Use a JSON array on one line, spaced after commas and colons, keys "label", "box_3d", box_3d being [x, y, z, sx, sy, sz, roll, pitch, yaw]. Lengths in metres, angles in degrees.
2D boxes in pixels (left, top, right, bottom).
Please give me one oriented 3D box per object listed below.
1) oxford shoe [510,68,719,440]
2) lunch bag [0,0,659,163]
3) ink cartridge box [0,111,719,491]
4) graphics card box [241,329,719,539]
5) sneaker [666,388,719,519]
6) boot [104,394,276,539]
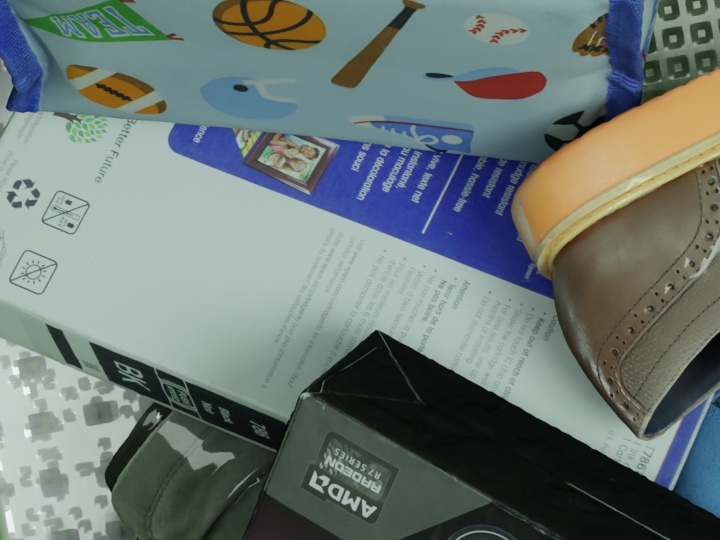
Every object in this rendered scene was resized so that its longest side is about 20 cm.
[{"label": "oxford shoe", "box_3d": [0.136, -0.025, 0.678, 0.199, 0.071, 0.073, -27, 68, 16]}, {"label": "lunch bag", "box_3d": [0.001, -0.136, 0.735, 0.169, 0.124, 0.201, 5, 68, 4]}, {"label": "ink cartridge box", "box_3d": [0.000, 0.000, 0.752, 0.199, 0.039, 0.100, 22, 70, 18]}, {"label": "graphics card box", "box_3d": [0.014, 0.130, 0.710, 0.125, 0.051, 0.201, 30, 116, 13]}, {"label": "sneaker", "box_3d": [0.169, 0.078, 0.715, 0.199, 0.066, 0.079, 24, 81, 2]}, {"label": "boot", "box_3d": [-0.020, 0.132, 0.800, 0.130, 0.068, 0.201, 21, 113, 22]}]
